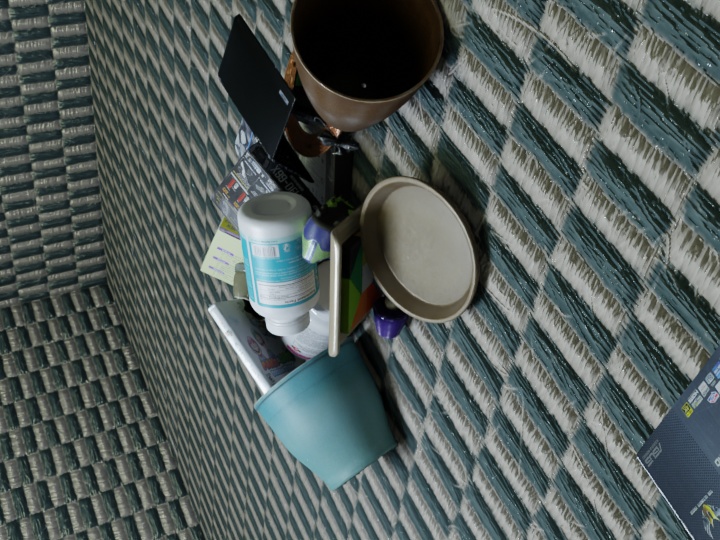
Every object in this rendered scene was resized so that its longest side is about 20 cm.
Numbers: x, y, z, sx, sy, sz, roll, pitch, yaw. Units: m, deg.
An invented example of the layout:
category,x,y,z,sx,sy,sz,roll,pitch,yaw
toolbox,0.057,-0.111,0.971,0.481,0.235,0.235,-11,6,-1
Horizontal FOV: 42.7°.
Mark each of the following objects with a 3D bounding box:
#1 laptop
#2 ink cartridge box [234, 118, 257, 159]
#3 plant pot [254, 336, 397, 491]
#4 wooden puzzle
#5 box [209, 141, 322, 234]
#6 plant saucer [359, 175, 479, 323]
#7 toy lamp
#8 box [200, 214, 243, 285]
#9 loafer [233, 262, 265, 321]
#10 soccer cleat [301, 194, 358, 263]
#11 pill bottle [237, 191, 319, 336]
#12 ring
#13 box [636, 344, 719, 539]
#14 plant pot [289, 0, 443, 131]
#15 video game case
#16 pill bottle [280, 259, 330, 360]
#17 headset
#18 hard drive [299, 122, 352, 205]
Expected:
category,x,y,z,sx,sy,sz,roll,pitch,yaw
laptop,-0.125,-0.248,1.360,0.178,0.103,0.199,57,-165,23
ink cartridge box,-0.196,-0.253,1.758,0.101,0.039,0.200,69,155,19
plant pot,-0.042,0.244,1.508,0.189,0.199,0.200,54,152,10
wooden puzzle,0.000,0.000,1.321,0.037,0.200,0.188,10,118,16
box,-0.133,-0.085,1.453,0.201,0.050,0.158,50,140,0
plant saucer,0.079,-0.029,1.198,0.198,0.029,0.203,25,128,36
toy lamp,0.052,0.013,1.319,0.058,0.057,0.202,53,147,42
box,-0.173,-0.037,1.628,0.098,0.174,0.200,-69,9,-25
loafer,-0.175,0.057,1.609,0.200,0.074,0.071,53,-130,-55
soccer cleat,-0.040,-0.058,1.348,0.064,0.200,0.085,30,107,8
pill bottle,-0.118,-0.006,1.371,0.111,0.109,0.203,42,143,52
ring,-0.064,-0.275,1.412,0.199,0.019,0.204,-2,87,55
box,0.331,0.163,0.773,0.159,0.050,0.202,59,151,32
plant pot,-0.003,-0.261,1.178,0.200,0.184,0.190,116,136,-74
video game case,-0.172,0.128,1.629,0.183,0.024,0.200,55,-164,8
pill bottle,-0.062,0.065,1.530,0.115,0.112,0.200,69,155,17
headset,-0.050,-0.256,1.337,0.124,0.093,0.202,-54,33,43
hard drive,-0.059,-0.164,1.497,0.140,0.037,0.203,48,143,48
